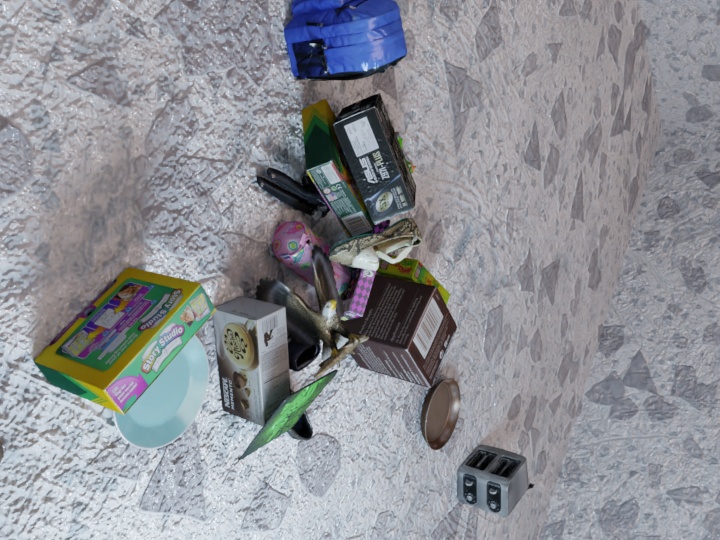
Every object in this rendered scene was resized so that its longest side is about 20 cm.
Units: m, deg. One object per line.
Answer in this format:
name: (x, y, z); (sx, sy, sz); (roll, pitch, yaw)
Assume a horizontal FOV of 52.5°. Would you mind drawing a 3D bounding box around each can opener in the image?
can opener: (-0.124, -0.146, 1.390); (0.063, 0.079, 0.199); (-46, 148, 21)

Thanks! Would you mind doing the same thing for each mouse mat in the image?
mouse mat: (-0.131, 0.263, 1.328); (0.160, 0.008, 0.201); (-21, 152, -54)

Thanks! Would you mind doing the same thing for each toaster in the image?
toaster: (0.416, 0.645, 2.259); (0.199, 0.178, 0.121); (-28, 120, -48)

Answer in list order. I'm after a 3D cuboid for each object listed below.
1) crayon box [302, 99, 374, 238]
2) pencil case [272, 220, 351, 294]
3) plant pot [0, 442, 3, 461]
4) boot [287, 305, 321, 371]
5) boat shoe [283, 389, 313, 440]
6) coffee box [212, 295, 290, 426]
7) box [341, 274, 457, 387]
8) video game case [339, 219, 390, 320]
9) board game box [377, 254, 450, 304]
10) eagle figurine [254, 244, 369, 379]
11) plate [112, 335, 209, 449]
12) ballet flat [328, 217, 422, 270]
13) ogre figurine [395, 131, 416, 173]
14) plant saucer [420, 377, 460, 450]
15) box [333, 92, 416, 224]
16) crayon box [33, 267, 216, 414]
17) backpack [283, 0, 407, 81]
crayon box: (-0.042, -0.193, 1.403); (0.201, 0.057, 0.175); (56, 21, -47)
pencil case: (-0.092, -0.022, 1.434); (0.200, 0.086, 0.089); (43, 64, -52)
plant pot: (-0.504, 0.168, 0.801); (0.200, 0.198, 0.201); (-44, 139, -40)
boot: (-0.101, 0.138, 1.454); (0.200, 0.089, 0.074); (-39, 129, -44)
boat shoe: (-0.145, 0.270, 1.445); (0.070, 0.065, 0.202); (-50, 136, -36)
coffee box: (-0.192, 0.161, 1.309); (0.079, 0.112, 0.204); (-24, 118, -50)
box: (0.081, 0.130, 1.621); (0.168, 0.197, 0.165); (-61, 142, -24)
video game case: (0.000, 0.000, 1.516); (0.035, 0.181, 0.204); (18, 81, -10)
board game box: (0.129, 0.030, 1.753); (0.200, 0.100, 0.048); (41, 66, -52)
eagle figurine: (-0.078, 0.074, 1.345); (0.151, 0.201, 0.151); (-47, 165, 24)
plate: (-0.328, 0.189, 1.195); (0.199, 0.025, 0.204); (-18, 113, -52)
ballet flat: (0.038, -0.041, 1.392); (0.198, 0.076, 0.068); (-22, 153, -27)
ogre figurine: (0.051, -0.218, 1.590); (0.119, 0.098, 0.203); (-32, 110, -26)
plant saucer: (0.219, 0.397, 2.038); (0.199, 0.034, 0.204); (-21, 115, -53)
box: (0.031, -0.214, 1.381); (0.164, 0.085, 0.203); (-77, 145, -67)
crayon box: (-0.331, 0.092, 1.035); (0.201, 0.170, 0.059); (-53, 137, -33)
backpack: (-0.024, -0.432, 1.325); (0.162, 0.197, 0.170); (-42, 131, -40)
